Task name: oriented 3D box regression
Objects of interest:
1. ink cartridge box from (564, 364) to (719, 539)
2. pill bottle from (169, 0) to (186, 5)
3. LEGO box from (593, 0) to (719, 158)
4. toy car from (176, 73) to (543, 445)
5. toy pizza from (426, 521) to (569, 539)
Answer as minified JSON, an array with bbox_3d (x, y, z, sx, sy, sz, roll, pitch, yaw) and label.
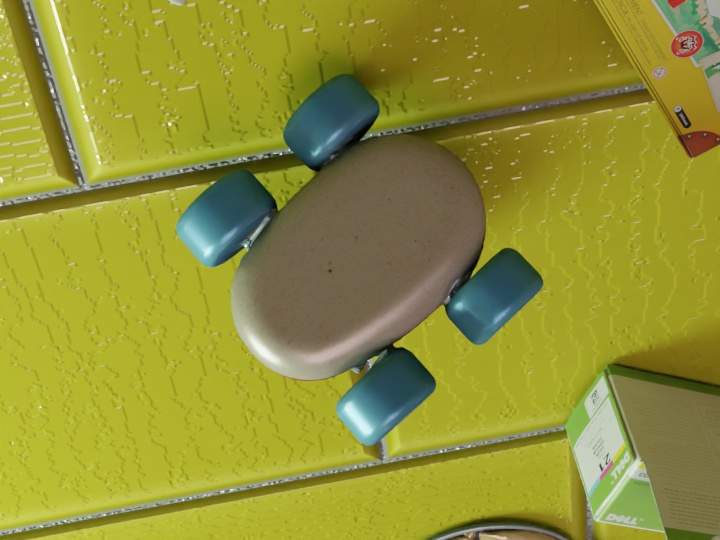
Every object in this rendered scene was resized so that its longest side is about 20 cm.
[{"bbox_3d":[0.254,0.178,1.237,0.147,0.200,0.076,12,130,-21],"label":"ink cartridge box"},{"bbox_3d":[-0.068,-0.238,0.797,0.113,0.113,0.200,32,98,-34],"label":"pill bottle"},{"bbox_3d":[0.216,-0.184,0.972,0.149,0.077,0.200,-28,132,15],"label":"LEGO box"},{"bbox_3d":[0.000,0.000,1.080,0.177,0.184,0.200,-43,175,-4],"label":"toy car"},{"bbox_3d":[0.107,0.293,1.435,0.199,0.032,0.201,-6,134,-6],"label":"toy pizza"}]
